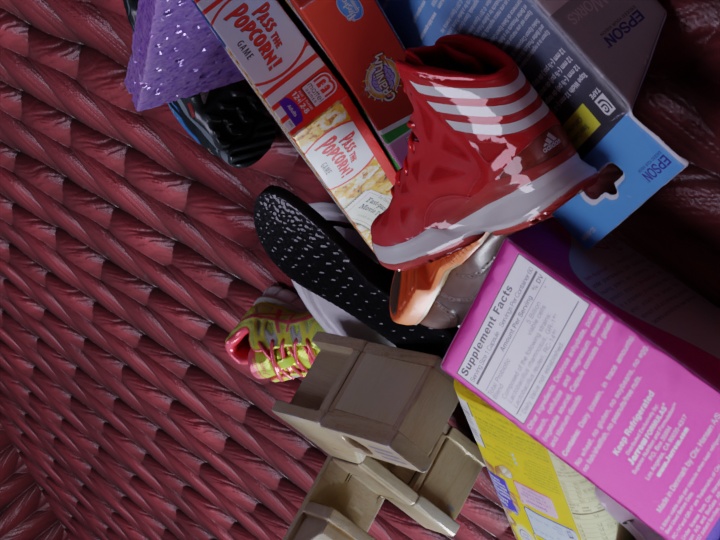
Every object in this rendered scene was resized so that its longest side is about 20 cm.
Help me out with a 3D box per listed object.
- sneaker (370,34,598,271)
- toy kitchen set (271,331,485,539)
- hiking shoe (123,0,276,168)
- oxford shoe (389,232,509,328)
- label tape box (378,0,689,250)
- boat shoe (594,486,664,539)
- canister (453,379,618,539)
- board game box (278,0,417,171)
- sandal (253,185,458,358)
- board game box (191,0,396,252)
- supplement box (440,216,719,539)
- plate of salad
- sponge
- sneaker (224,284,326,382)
[{"bbox_3d":[0.050,-0.075,0.916,0.199,0.078,0.117,-20,100,56],"label":"sneaker"},{"bbox_3d":[0.035,0.180,1.280,0.200,0.164,0.180,39,163,-30],"label":"toy kitchen set"},{"bbox_3d":[-0.149,-0.171,1.295,0.086,0.074,0.201,16,139,53],"label":"hiking shoe"},{"bbox_3d":[0.086,-0.019,1.105,0.072,0.072,0.200,13,151,-15],"label":"oxford shoe"},{"bbox_3d":[0.105,-0.124,0.888,0.200,0.066,0.143,48,159,4],"label":"label tape box"},{"bbox_3d":[0.207,0.182,1.091,0.201,0.069,0.071,55,-172,-46],"label":"boat shoe"},{"bbox_3d":[0.158,0.157,1.182,0.148,0.086,0.202,21,141,51],"label":"canister"},{"bbox_3d":[-0.009,-0.147,0.986,0.153,0.040,0.200,55,-179,43],"label":"board game box"},{"bbox_3d":[0.000,0.000,1.214,0.199,0.045,0.075,38,145,-12],"label":"sandal"},{"bbox_3d":[-0.035,-0.110,1.061,0.152,0.046,0.200,55,-179,26],"label":"board game box"},{"bbox_3d":[0.164,0.064,0.937,0.199,0.101,0.104,38,119,20],"label":"supplement box"},{"bbox_3d":[0.019,0.019,1.293,0.199,0.048,0.201,29,146,22],"label":"plate of salad"},{"bbox_3d":[-0.110,-0.184,1.149,0.030,0.110,0.200,66,160,14],"label":"sponge"},{"bbox_3d":[-0.058,0.075,1.470,0.199,0.090,0.079,8,131,57],"label":"sneaker"}]
